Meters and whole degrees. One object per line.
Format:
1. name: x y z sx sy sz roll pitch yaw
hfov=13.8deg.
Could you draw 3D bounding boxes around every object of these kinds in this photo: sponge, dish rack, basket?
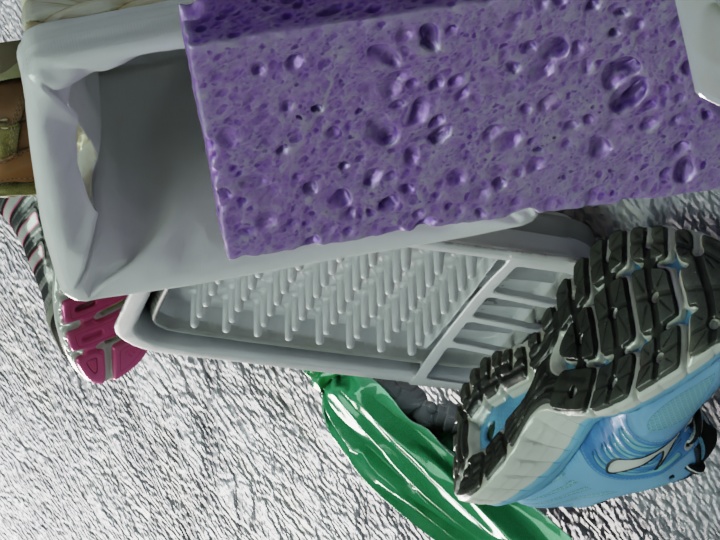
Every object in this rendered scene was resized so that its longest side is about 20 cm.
1. sponge: 0.038 -0.065 1.096 0.112 0.199 0.030 84 176 -45
2. dish rack: 0.000 0.000 1.299 0.172 0.199 0.044 125 149 -66
3. basket: -0.036 -0.089 1.170 0.136 0.199 0.124 87 172 -47

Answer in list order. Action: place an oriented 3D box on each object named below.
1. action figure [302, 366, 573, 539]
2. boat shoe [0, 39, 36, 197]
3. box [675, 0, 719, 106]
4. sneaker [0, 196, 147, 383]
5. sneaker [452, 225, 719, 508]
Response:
1. action figure: 0.045 0.096 1.411 0.200 0.055 0.118 42 155 -1
2. boat shoe: -0.085 -0.069 1.302 0.072 0.199 0.068 -10 88 63
3. box: 0.181 -0.113 0.868 0.200 0.096 0.177 33 149 45
4. sneaker: -0.171 -0.033 1.685 0.087 0.074 0.201 24 136 51
5. sneaker: 0.118 0.045 1.239 0.200 0.089 0.079 -40 41 53
